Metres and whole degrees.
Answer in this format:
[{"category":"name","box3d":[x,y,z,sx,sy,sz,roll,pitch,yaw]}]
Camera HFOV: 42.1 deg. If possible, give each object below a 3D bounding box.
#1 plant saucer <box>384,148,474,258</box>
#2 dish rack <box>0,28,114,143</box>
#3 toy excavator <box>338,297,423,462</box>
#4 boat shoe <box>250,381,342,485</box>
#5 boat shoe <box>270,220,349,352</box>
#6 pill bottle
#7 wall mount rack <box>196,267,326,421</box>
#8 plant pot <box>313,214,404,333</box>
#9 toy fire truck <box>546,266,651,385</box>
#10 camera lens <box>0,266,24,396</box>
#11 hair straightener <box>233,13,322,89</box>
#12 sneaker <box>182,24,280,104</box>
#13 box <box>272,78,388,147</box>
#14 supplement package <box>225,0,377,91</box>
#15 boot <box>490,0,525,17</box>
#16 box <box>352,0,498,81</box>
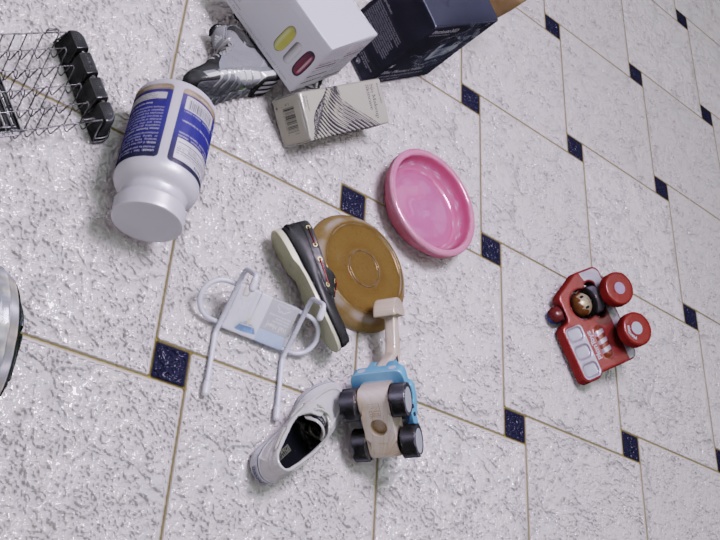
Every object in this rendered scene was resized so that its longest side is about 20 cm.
[{"category":"plant saucer","box3d":[0.113,-0.111,1.624,0.199,0.051,0.203,20,57,-34]},{"category":"dish rack","box3d":[-0.421,-0.236,1.198,0.199,0.054,0.155,-17,79,-44]},{"category":"toy excavator","box3d":[0.039,0.159,1.381,0.200,0.099,0.197,-54,132,-68]},{"category":"boat shoe","box3d":[-0.071,0.214,1.273,0.200,0.065,0.072,-36,97,-48]},{"category":"boat shoe","box3d":[-0.062,0.021,1.372,0.063,0.074,0.203,-22,81,-24]},{"category":"pill bottle","box3d":[-0.265,-0.146,1.248,0.115,0.115,0.202,27,53,-30]},{"category":"wall mount rack","box3d":[-0.138,0.098,1.275,0.199,0.074,0.175,25,91,-30]},{"category":"plant pot","box3d":[0.000,0.000,1.480,0.199,0.027,0.202,20,57,-33]},{"category":"toy fire truck","box3d":[0.443,0.100,1.788,0.167,0.112,0.202,-19,81,-27]},{"category":"camera lens","box3d":[-0.453,0.059,0.936,0.199,0.159,0.162,14,60,-37]},{"category":"hair straightener","box3d":[-0.134,-0.358,1.541,0.200,0.041,0.077,47,45,-20]},{"category":"sneaker","box3d":[-0.217,-0.320,1.423,0.199,0.075,0.116,-19,77,-56]},{"category":"box","box3d":[-0.046,-0.260,1.532,0.199,0.068,0.083,-24,102,-45]},{"category":"supplement package","box3d":[-0.098,-0.411,1.483,0.201,0.111,0.156,54,36,-1]},{"category":"boot","box3d":[0.226,-0.563,1.852,0.066,0.199,0.176,-24,86,-46]},{"category":"box","box3d":[0.103,-0.440,1.677,0.196,0.199,0.118,-21,83,-45]}]
